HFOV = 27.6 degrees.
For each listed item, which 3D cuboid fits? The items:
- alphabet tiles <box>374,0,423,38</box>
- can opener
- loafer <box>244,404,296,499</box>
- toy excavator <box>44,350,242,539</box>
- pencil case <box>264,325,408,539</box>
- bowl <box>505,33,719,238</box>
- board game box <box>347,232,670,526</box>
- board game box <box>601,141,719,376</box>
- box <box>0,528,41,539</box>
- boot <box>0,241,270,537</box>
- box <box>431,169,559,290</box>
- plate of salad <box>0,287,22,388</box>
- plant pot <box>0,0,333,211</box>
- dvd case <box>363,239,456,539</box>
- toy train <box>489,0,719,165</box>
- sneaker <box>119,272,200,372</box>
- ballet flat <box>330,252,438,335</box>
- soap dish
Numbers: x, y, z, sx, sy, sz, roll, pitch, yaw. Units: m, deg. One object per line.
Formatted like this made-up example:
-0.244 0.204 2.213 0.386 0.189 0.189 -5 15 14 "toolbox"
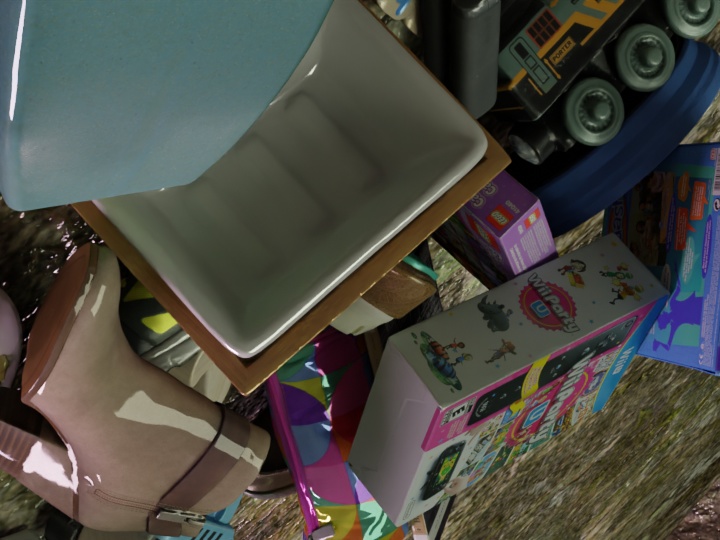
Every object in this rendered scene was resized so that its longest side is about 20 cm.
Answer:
0.073 -0.234 0.876 0.196 0.015 0.200 -53 155 9 "alphabet tiles"
0.073 -0.174 0.884 0.067 0.053 0.200 -38 154 -17 "can opener"
-0.028 0.095 1.142 0.200 0.075 0.070 -41 143 -23 "loafer"
-0.126 0.126 1.009 0.200 0.100 0.194 -59 158 -7 "toy excavator"
-0.021 0.120 1.058 0.088 0.088 0.200 -27 114 -37 "pencil case"
0.178 -0.103 1.087 0.201 0.039 0.201 -41 -167 11 "bowl"
0.098 0.073 0.998 0.200 0.064 0.148 -25 151 -30 "board game box"
0.226 -0.012 1.022 0.045 0.200 0.152 5 92 -15 "board game box"
-0.249 0.311 0.930 0.200 0.199 0.171 -12 137 -51 "box"
-0.118 0.075 0.802 0.146 0.070 0.200 22 135 -18 "boot"
0.078 -0.039 1.023 0.039 0.137 0.200 -44 155 -5 "box"
-0.257 0.085 0.772 0.200 0.048 0.200 -37 153 -23 "plate of salad"
-0.100 -0.127 0.591 0.141 0.141 0.200 -12 147 -30 "plant pot"
0.046 0.092 1.114 0.149 0.016 0.200 -60 140 -59 "dvd case"
0.158 -0.168 1.000 0.200 0.114 0.085 -47 -161 -10 "toy train"
-0.115 0.012 0.879 0.200 0.085 0.074 -25 -175 -4 "sneaker"
0.000 0.000 0.943 0.072 0.068 0.200 -53 -163 7 "ballet flat"
-0.042 -0.049 0.811 0.200 0.157 0.081 -41 171 -15 "soap dish"
